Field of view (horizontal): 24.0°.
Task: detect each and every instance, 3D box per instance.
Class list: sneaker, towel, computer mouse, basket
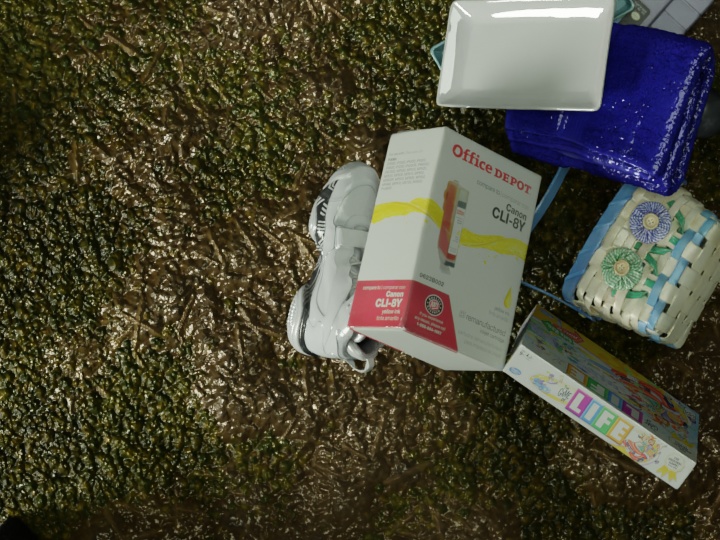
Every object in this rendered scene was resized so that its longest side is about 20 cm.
[{"bbox_3d":[0.000,0.000,1.667,0.114,0.075,0.202,24,100,47],"label":"sneaker"},{"bbox_3d":[0.228,-0.162,1.592,0.199,0.049,0.149,21,100,41],"label":"towel"},{"bbox_3d":[0.268,-0.165,1.678,0.197,0.034,0.059,8,125,4],"label":"computer mouse"},{"bbox_3d":[0.256,-0.032,1.651,0.199,0.139,0.178,31,93,36],"label":"basket"}]

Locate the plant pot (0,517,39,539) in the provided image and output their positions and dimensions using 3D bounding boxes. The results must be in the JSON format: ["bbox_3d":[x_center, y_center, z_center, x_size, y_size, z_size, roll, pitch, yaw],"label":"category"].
[{"bbox_3d":[-0.365,0.396,1.681,0.200,0.177,0.200,-45,89,3],"label":"plant pot"}]

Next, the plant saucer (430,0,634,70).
[{"bbox_3d":[0.169,-0.240,1.679,0.199,0.019,0.070,-29,94,18],"label":"plant saucer"}]

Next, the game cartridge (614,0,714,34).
[{"bbox_3d":[0.249,-0.302,1.686,0.200,0.038,0.130,42,90,1],"label":"game cartridge"}]

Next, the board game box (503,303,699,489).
[{"bbox_3d":[0.237,0.120,1.649,0.199,0.135,0.034,34,110,1],"label":"board game box"}]

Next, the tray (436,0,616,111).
[{"bbox_3d":[0.160,-0.206,1.619,0.199,0.022,0.109,7,88,43],"label":"tray"}]

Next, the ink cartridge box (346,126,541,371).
[{"bbox_3d":[0.083,-0.020,1.623,0.144,0.083,0.202,23,73,-38],"label":"ink cartridge box"}]
